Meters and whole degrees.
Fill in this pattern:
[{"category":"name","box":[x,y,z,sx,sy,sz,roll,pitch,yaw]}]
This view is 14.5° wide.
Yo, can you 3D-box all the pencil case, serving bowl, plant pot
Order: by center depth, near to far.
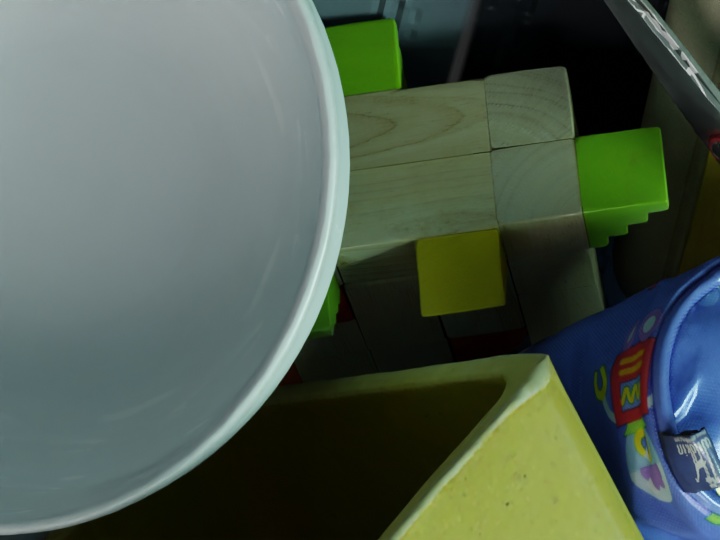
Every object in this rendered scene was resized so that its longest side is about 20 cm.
[{"category":"serving bowl","box":[-0.091,-0.027,0.803,0.199,0.201,0.066,-8,175,17]},{"category":"plant pot","box":[-0.004,0.167,0.809,0.200,0.196,0.194,53,149,-18]},{"category":"pencil case","box":[0.073,0.061,0.845,0.078,0.087,0.200,-4,165,-29]}]

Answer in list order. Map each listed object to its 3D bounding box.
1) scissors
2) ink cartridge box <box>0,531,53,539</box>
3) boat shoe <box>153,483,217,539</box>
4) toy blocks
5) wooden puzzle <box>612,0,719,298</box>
[{"category":"scissors","box":[0.116,-0.028,0.794,0.073,0.014,0.200,5,132,50]},{"category":"ink cartridge box","box":[-0.183,0.073,0.955,0.083,0.147,0.200,27,139,-30]},{"category":"boat shoe","box":[-0.097,0.093,0.993,0.075,0.061,0.200,2,166,-32]},{"category":"toy blocks","box":[0.000,0.000,0.895,0.199,0.100,0.137,-7,154,7]},{"category":"wooden puzzle","box":[0.157,0.000,0.818,0.200,0.037,0.185,36,149,21]}]
